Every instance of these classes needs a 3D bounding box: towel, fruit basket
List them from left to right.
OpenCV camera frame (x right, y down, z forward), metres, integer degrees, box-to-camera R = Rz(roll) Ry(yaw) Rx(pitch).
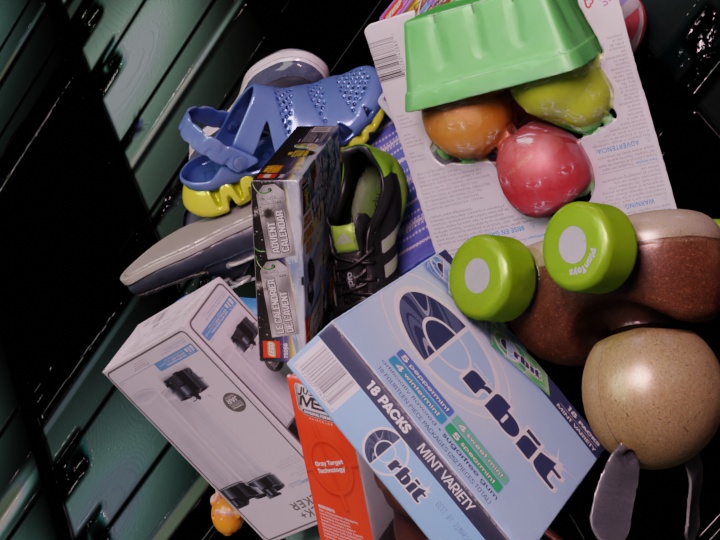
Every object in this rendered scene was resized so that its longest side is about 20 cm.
[{"bbox_3d":[0.048,-0.087,1.368,0.145,0.024,0.201,-32,51,39],"label":"towel"},{"bbox_3d":[0.114,-0.099,1.164,0.184,0.201,0.094,-13,19,28],"label":"fruit basket"}]

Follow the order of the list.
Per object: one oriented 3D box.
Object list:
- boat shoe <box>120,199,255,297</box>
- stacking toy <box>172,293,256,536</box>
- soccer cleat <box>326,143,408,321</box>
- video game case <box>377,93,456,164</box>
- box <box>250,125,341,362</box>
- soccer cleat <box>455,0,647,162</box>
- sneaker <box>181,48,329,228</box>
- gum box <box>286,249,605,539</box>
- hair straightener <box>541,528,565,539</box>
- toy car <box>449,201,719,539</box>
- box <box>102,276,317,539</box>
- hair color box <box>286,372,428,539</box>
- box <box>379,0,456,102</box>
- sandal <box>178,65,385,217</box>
[{"bbox_3d":[-0.107,-0.021,1.432,0.199,0.062,0.075,-28,22,-4],"label":"boat shoe"},{"bbox_3d":[-0.101,0.123,1.414,0.116,0.109,0.201,0,86,62],"label":"stacking toy"},{"bbox_3d":[0.000,0.000,1.297,0.067,0.081,0.201,-5,74,25],"label":"soccer cleat"},{"bbox_3d":[0.094,-0.184,1.292,0.200,0.023,0.182,-54,20,10],"label":"video game case"},{"bbox_3d":[-0.046,-0.026,1.296,0.200,0.040,0.138,-64,-28,-73],"label":"box"},{"bbox_3d":[0.131,-0.127,1.225,0.067,0.076,0.200,45,113,4],"label":"soccer cleat"},{"bbox_3d":[-0.094,-0.093,1.494,0.202,0.077,0.147,-43,34,45],"label":"sneaker"},{"bbox_3d":[0.060,0.084,1.022,0.045,0.200,0.170,-42,86,25],"label":"gum box"},{"bbox_3d":[0.123,0.195,1.081,0.200,0.077,0.041,43,129,42],"label":"hair straightener"},{"bbox_3d":[0.166,0.071,1.050,0.157,0.164,0.201,-19,72,46],"label":"toy car"},{"bbox_3d":[-0.090,0.113,1.309,0.116,0.200,0.060,-27,21,41],"label":"box"},{"bbox_3d":[0.022,0.147,1.150,0.061,0.101,0.201,11,119,47],"label":"hair color box"},{"bbox_3d":[0.089,-0.223,1.268,0.200,0.039,0.137,-47,23,27],"label":"box"},{"bbox_3d":[-0.071,-0.121,1.403,0.199,0.087,0.080,-27,35,0],"label":"sandal"}]
